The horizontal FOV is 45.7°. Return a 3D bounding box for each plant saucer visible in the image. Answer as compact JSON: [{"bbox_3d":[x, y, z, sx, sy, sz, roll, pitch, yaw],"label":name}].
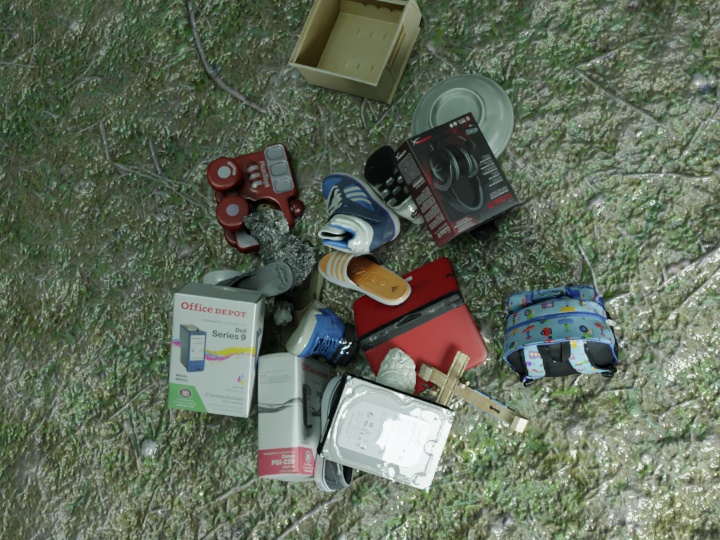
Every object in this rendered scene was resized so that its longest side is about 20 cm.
[{"bbox_3d":[0.181,-0.276,1.568,0.196,0.050,0.204,-6,73,20],"label":"plant saucer"}]

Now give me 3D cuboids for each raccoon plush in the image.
[{"bbox_3d":[-0.152,-0.021,1.532,0.096,0.134,0.202,-28,43,23],"label":"raccoon plush"}]

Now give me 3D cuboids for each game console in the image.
[{"bbox_3d":[0.102,0.101,1.503,0.197,0.119,0.174,-26,36,11],"label":"game console"}]

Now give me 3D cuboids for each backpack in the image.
[{"bbox_3d":[0.304,0.095,1.328,0.179,0.200,0.137,-9,71,19],"label":"backpack"}]

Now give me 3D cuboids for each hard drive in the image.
[{"bbox_3d":[0.042,0.262,1.386,0.197,0.038,0.142,21,91,-15],"label":"hard drive"}]

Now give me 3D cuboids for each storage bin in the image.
[{"bbox_3d":[-0.005,-0.449,1.666,0.197,0.094,0.202,18,82,25],"label":"storage bin"}]

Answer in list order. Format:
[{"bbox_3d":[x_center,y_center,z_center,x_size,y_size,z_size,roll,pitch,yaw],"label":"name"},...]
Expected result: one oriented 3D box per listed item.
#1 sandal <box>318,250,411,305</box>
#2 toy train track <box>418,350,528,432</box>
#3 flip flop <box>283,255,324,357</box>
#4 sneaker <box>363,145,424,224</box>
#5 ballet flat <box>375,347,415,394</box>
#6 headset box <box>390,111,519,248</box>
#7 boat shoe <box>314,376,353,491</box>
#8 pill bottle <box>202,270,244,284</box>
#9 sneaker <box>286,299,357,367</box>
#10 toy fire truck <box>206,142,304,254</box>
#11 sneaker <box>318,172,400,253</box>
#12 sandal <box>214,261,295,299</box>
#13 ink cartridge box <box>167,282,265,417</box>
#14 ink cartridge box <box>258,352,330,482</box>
[{"bbox_3d":[0.006,-0.005,1.523,0.205,0.060,0.079,23,57,37],"label":"sandal"},{"bbox_3d":[0.183,0.211,1.416,0.198,0.032,0.116,27,105,18],"label":"toy train track"},{"bbox_3d":[-0.105,0.063,1.570,0.080,0.058,0.204,0,73,19],"label":"flip flop"},{"bbox_3d":[0.066,-0.151,1.567,0.074,0.088,0.201,-36,40,12],"label":"sneaker"},{"bbox_3d":[0.047,0.234,1.435,0.071,0.072,0.204,17,95,24],"label":"ballet flat"},{"bbox_3d":[0.166,-0.146,1.460,0.147,0.077,0.202,-25,83,-25],"label":"headset box"},{"bbox_3d":[-0.028,0.271,1.448,0.067,0.072,0.203,-16,48,33],"label":"boat shoe"},{"bbox_3d":[-0.249,0.109,1.582,0.110,0.112,0.204,-10,70,17],"label":"pill bottle"},{"bbox_3d":[-0.057,0.120,1.442,0.111,0.200,0.077,37,99,-3],"label":"sneaker"},{"bbox_3d":[-0.198,-0.140,1.649,0.165,0.112,0.203,-16,69,-4],"label":"toy fire truck"},{"bbox_3d":[-0.037,-0.104,1.536,0.199,0.145,0.082,40,128,29],"label":"sneaker"},{"bbox_3d":[-0.209,0.039,1.496,0.198,0.043,0.077,-30,81,11],"label":"sandal"},{"bbox_3d":[-0.244,0.133,1.448,0.142,0.088,0.204,7,100,3],"label":"ink cartridge box"},{"bbox_3d":[-0.110,0.253,1.467,0.083,0.145,0.204,-10,71,19],"label":"ink cartridge box"}]
